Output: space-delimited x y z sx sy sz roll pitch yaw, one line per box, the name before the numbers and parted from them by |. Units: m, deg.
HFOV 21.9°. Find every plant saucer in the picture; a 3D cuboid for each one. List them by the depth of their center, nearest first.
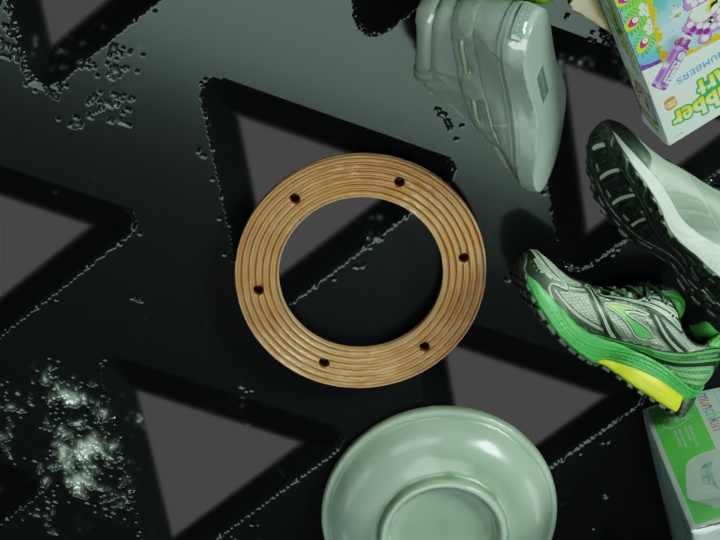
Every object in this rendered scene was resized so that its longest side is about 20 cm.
plant saucer | 0.067 0.212 1.551 0.200 0.050 0.201 -1 113 -3

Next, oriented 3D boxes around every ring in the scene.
ring | 0.000 0.000 1.476 0.200 0.019 0.201 -1 113 -2

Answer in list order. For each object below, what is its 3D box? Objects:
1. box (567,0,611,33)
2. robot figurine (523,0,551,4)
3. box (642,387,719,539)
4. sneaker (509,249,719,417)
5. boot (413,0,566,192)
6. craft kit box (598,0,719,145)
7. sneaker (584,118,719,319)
box | 0.275 -0.241 1.386 0.163 0.021 0.200 29 107 -14
robot figurine | 0.088 -0.273 1.313 0.200 0.116 0.176 -23 118 8
box | 0.304 0.216 1.482 0.096 0.200 0.177 -15 113 4
sneaker | 0.202 0.033 1.477 0.200 0.078 0.085 30 102 -23
boot | 0.094 -0.136 1.379 0.095 0.074 0.200 16 151 20
craft kit box | 0.266 -0.217 1.323 0.200 0.049 0.198 -32 133 -1
sneaker | 0.254 -0.045 1.449 0.200 0.074 0.079 44 69 -10
